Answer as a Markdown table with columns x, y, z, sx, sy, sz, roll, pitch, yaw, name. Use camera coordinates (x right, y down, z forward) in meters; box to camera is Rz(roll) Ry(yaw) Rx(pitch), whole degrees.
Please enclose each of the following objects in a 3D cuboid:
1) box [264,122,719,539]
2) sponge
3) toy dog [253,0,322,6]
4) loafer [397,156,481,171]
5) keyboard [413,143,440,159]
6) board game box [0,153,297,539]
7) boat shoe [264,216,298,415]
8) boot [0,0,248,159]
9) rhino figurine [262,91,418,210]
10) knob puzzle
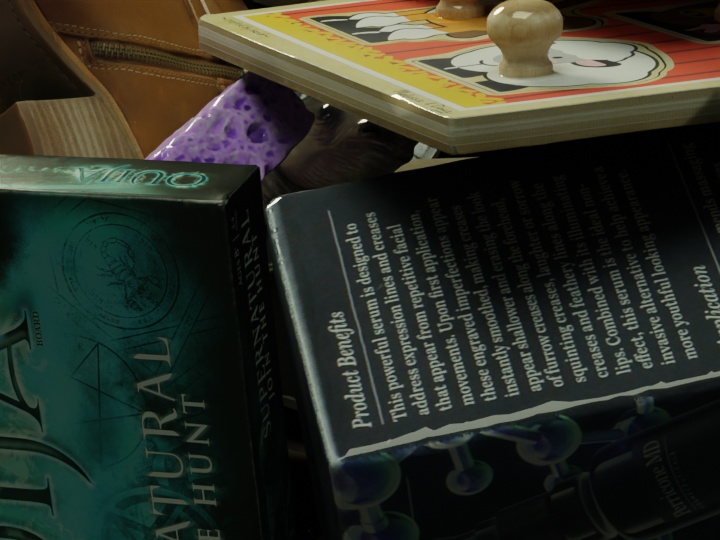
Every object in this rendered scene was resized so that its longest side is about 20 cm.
| x | y | z | sx | sy | sz | roll | pitch | yaw | name |
| --- | --- | --- | --- | --- | --- | --- | --- | --- | --- |
| 0.086 | 0.047 | 0.784 | 0.200 | 0.149 | 0.107 | -12 | 42 | -3 | box |
| -0.103 | 0.015 | 0.854 | 0.200 | 0.030 | 0.112 | -37 | 7 | 43 | sponge |
| 0.025 | -0.135 | 1.082 | 0.200 | 0.194 | 0.140 | 16 | 47 | 22 | toy dog |
| 0.000 | 0.000 | 0.970 | 0.200 | 0.076 | 0.067 | -9 | 25 | 1 | loafer |
| 0.022 | -0.080 | 1.014 | 0.056 | 0.200 | 0.011 | 36 | 9 | 20 | keyboard |
| -0.083 | 0.066 | 0.764 | 0.135 | 0.200 | 0.028 | 3 | 24 | 20 | board game box |
| 0.035 | 0.026 | 0.861 | 0.200 | 0.067 | 0.057 | 10 | 19 | -33 | boat shoe |
| -0.096 | -0.104 | 1.038 | 0.074 | 0.200 | 0.155 | -9 | 1 | 38 | boot |
| -0.038 | 0.000 | 0.904 | 0.060 | 0.200 | 0.087 | 22 | 26 | -28 | rhino figurine |
| 0.077 | -0.074 | 0.799 | 0.219 | 0.031 | 0.220 | -2 | 15 | 1 | knob puzzle |
